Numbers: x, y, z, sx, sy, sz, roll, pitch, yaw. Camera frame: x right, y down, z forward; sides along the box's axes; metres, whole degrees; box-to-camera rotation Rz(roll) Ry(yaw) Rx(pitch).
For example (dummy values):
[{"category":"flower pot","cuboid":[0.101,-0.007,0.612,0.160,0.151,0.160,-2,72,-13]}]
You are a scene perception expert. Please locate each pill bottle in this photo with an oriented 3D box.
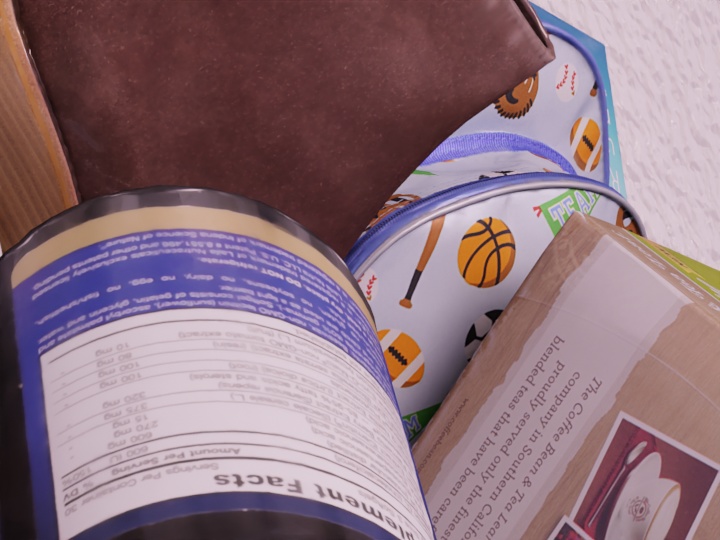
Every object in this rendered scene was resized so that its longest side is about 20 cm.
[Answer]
[{"category":"pill bottle","cuboid":[-0.035,0.077,0.630,0.112,0.112,0.200,49,14,-33]}]

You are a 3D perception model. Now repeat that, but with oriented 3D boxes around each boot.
[{"category":"boot","cuboid":[-0.018,-0.013,0.762,0.200,0.166,0.072,55,14,-21]}]

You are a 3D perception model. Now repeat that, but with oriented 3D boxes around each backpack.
[{"category":"backpack","cuboid":[0.000,0.000,0.903,0.200,0.154,0.191,-17,114,-37]}]

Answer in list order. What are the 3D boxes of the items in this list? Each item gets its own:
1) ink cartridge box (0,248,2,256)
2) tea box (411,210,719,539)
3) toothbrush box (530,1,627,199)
[{"category":"ink cartridge box","cuboid":[-0.187,-0.070,0.729,0.084,0.146,0.200,5,71,-61]},{"category":"tea box","cuboid":[0.101,0.115,0.858,0.134,0.200,0.197,40,11,35]},{"category":"toothbrush box","cuboid":[0.042,-0.009,1.133,0.146,0.085,0.200,23,57,-52]}]
